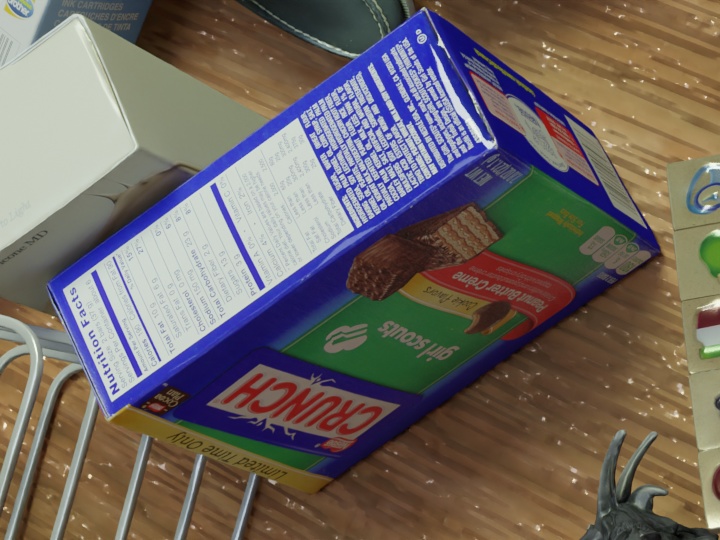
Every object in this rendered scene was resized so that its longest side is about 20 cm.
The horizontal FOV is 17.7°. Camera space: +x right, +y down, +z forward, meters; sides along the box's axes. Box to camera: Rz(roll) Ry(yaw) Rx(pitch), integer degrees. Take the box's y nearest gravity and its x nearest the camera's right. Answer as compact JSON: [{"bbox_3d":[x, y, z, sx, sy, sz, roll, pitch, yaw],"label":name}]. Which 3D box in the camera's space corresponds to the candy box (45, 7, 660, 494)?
[{"bbox_3d":[0.000,0.000,0.970,0.200,0.169,0.077,-34,62,18],"label":"candy box"}]

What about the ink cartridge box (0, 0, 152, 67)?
[{"bbox_3d":[-0.178,-0.129,1.117,0.136,0.076,0.200,37,116,29],"label":"ink cartridge box"}]

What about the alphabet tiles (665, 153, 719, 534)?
[{"bbox_3d":[0.222,0.010,0.878,0.200,0.008,0.167,-10,56,13],"label":"alphabet tiles"}]

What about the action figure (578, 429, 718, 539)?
[{"bbox_3d":[0.114,0.168,0.905,0.102,0.119,0.200,-25,74,16],"label":"action figure"}]

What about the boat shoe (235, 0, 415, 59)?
[{"bbox_3d":[-0.066,-0.147,1.040,0.073,0.200,0.062,-41,20,43],"label":"boat shoe"}]

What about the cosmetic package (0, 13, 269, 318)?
[{"bbox_3d":[-0.093,-0.028,1.007,0.103,0.200,0.073,-34,65,18],"label":"cosmetic package"}]

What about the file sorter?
[{"bbox_3d":[-0.150,0.089,1.013,0.139,0.200,0.125,11,82,29],"label":"file sorter"}]
